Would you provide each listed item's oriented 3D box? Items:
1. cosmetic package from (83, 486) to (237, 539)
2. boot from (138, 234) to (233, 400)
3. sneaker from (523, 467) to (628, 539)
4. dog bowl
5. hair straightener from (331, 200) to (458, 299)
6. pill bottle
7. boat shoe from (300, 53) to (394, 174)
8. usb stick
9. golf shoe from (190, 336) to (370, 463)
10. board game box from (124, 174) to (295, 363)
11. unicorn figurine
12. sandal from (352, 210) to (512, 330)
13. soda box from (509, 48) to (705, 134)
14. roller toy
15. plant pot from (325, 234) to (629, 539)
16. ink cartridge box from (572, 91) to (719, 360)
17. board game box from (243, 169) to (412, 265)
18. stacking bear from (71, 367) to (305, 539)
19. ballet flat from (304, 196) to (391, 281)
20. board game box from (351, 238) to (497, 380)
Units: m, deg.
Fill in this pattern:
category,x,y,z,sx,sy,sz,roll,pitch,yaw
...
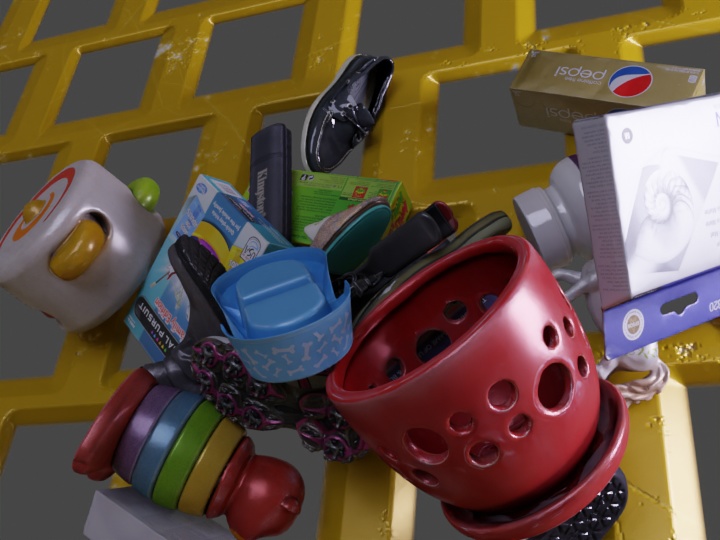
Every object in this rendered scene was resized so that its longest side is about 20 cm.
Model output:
category,x,y,z,sx,sy,sz,roll,pitch,yaw
cosmetic package,-0.160,0.265,0.795,0.199,0.082,0.051,21,96,33
boot,-0.170,0.076,0.854,0.131,0.201,0.070,-26,12,12
sneaker,0.142,0.225,0.727,0.200,0.072,0.083,-41,23,-7
dog bowl,-0.067,0.036,0.754,0.111,0.050,0.200,-20,22,-9
hair straightener,0.000,0.000,0.820,0.200,0.041,0.077,-29,3,34
pill bottle,0.257,-0.075,0.844,0.199,0.112,0.113,-23,51,5
boat shoe,-0.009,-0.197,1.067,0.066,0.075,0.200,-1,47,36
usb stick,-0.105,-0.089,0.996,0.055,0.033,0.201,-16,53,17
golf shoe,-0.064,0.109,0.795,0.199,0.073,0.092,22,26,17
board game box,-0.170,0.019,0.942,0.151,0.047,0.201,42,108,38
unicorn figurine,0.224,0.029,0.786,0.137,0.074,0.201,-21,96,11
sandal,0.072,0.014,0.817,0.200,0.080,0.057,-33,88,-11
soda box,0.271,-0.189,0.947,0.199,0.068,0.064,16,65,31
roller toy,-0.338,-0.031,1.012,0.182,0.140,0.201,-31,34,28
plant pot,0.099,0.101,0.695,0.200,0.183,0.201,-33,16,11
ink cartridge box,0.273,-0.043,0.722,0.199,0.201,0.041,-16,10,-30
board game box,-0.050,-0.061,1.005,0.199,0.048,0.102,10,62,28
stacking bear,-0.146,0.185,0.804,0.199,0.122,0.114,27,71,2
ballet flat,-0.046,-0.008,0.913,0.067,0.068,0.200,45,105,36
board game box,0.045,0.064,0.872,0.200,0.057,0.165,-40,50,-8
